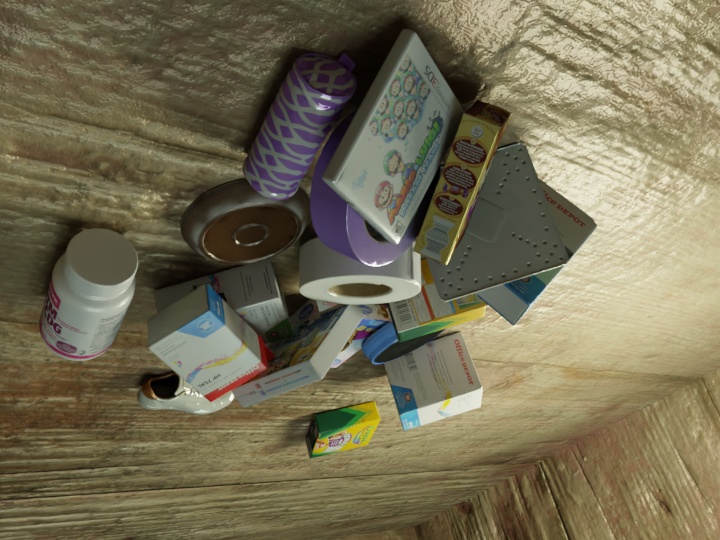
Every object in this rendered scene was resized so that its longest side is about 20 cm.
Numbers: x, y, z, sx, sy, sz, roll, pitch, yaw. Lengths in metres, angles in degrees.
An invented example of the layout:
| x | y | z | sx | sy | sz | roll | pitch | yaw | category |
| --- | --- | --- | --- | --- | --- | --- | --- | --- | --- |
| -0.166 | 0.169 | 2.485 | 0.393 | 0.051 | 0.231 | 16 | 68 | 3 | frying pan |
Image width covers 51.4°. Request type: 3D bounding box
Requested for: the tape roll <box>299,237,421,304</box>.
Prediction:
| x | y | z | sx | sy | sz | roll | pitch | yaw | category |
| --- | --- | --- | --- | --- | --- | --- | --- | --- | --- |
| 0.000 | 0.000 | 1.210 | 0.200 | 0.072 | 0.203 | 0 | 164 | 0 | tape roll |

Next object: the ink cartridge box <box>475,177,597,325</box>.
| x | y | z | sx | sy | sz | roll | pitch | yaw | category |
| --- | --- | --- | --- | --- | --- | --- | --- | --- | --- |
| 0.257 | -0.037 | 1.194 | 0.200 | 0.145 | 0.084 | -43 | 164 | -25 | ink cartridge box |

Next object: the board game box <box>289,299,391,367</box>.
| x | y | z | sx | sy | sz | roll | pitch | yaw | category |
| --- | --- | --- | --- | --- | --- | --- | --- | --- | --- |
| -0.069 | 0.127 | 1.490 | 0.199 | 0.041 | 0.199 | 10 | 141 | -41 | board game box |

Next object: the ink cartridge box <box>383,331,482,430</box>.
| x | y | z | sx | sy | sz | roll | pitch | yaw | category |
| --- | --- | --- | --- | --- | --- | --- | --- | --- | --- |
| 0.170 | 0.262 | 1.752 | 0.198 | 0.148 | 0.145 | -17 | 152 | -1 | ink cartridge box |

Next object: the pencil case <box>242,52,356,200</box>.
| x | y | z | sx | sy | sz | roll | pitch | yaw | category |
| --- | --- | --- | --- | --- | --- | --- | --- | --- | --- |
| -0.077 | -0.172 | 0.920 | 0.085 | 0.084 | 0.200 | -29 | 165 | -42 | pencil case |

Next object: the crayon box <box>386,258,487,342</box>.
| x | y | z | sx | sy | sz | roll | pitch | yaw | category |
| --- | --- | --- | --- | --- | --- | --- | --- | --- | --- |
| 0.145 | 0.040 | 1.371 | 0.198 | 0.127 | 0.052 | -16 | 152 | -2 | crayon box |

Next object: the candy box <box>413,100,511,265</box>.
| x | y | z | sx | sy | sz | roll | pitch | yaw | category |
| --- | --- | --- | --- | --- | --- | --- | --- | --- | --- |
| 0.139 | -0.121 | 1.017 | 0.117 | 0.056 | 0.201 | -49 | 158 | -63 | candy box |

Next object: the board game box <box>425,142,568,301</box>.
| x | y | z | sx | sy | sz | roll | pitch | yaw | category |
| --- | --- | --- | --- | --- | --- | --- | --- | --- | --- |
| 0.184 | -0.072 | 1.125 | 0.198 | 0.202 | 0.026 | -17 | 165 | -2 | board game box |

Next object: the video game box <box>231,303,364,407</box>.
| x | y | z | sx | sy | sz | roll | pitch | yaw | category |
| --- | --- | --- | --- | --- | --- | --- | --- | --- | --- |
| -0.105 | 0.139 | 1.288 | 0.181 | 0.047 | 0.200 | -27 | -165 | 32 | video game box |

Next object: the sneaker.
| x | y | z | sx | sy | sz | roll | pitch | yaw | category |
| --- | --- | --- | --- | --- | --- | --- | --- | --- | --- |
| -0.342 | 0.245 | 1.508 | 0.198 | 0.073 | 0.085 | 1 | 149 | -29 | sneaker |

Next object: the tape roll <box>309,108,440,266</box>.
| x | y | z | sx | sy | sz | roll | pitch | yaw | category |
| --- | --- | --- | --- | --- | --- | --- | --- | --- | --- |
| 0.024 | -0.110 | 0.983 | 0.200 | 0.065 | 0.202 | -32 | 133 | -42 | tape roll |

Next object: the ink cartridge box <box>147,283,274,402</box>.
| x | y | z | sx | sy | sz | roll | pitch | yaw | category |
| --- | --- | --- | --- | --- | --- | --- | --- | --- | --- |
| -0.227 | 0.128 | 1.178 | 0.116 | 0.067 | 0.200 | -31 | 129 | 8 | ink cartridge box |

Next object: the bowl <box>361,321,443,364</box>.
| x | y | z | sx | sy | sz | roll | pitch | yaw | category |
| --- | --- | --- | --- | --- | --- | --- | --- | --- | --- |
| 0.099 | 0.133 | 1.551 | 0.199 | 0.040 | 0.201 | -26 | 162 | -9 | bowl |

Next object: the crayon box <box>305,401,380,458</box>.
| x | y | z | sx | sy | sz | roll | pitch | yaw | category |
| --- | --- | --- | --- | --- | --- | --- | --- | --- | --- |
| -0.050 | 0.433 | 2.020 | 0.171 | 0.059 | 0.201 | -9 | 150 | -17 | crayon box |

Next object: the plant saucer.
| x | y | z | sx | sy | sz | roll | pitch | yaw | category |
| --- | --- | --- | --- | --- | --- | --- | --- | --- | --- |
| -0.166 | -0.063 | 1.115 | 0.198 | 0.032 | 0.201 | -13 | 152 | -7 | plant saucer |

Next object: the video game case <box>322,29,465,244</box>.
| x | y | z | sx | sy | sz | roll | pitch | yaw | category |
| --- | --- | --- | --- | --- | --- | --- | --- | --- | --- |
| 0.049 | -0.154 | 0.911 | 0.201 | 0.024 | 0.182 | -62 | 146 | -7 | video game case |

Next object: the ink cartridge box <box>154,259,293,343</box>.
| x | y | z | sx | sy | sz | roll | pitch | yaw | category |
| --- | --- | --- | --- | --- | --- | --- | --- | --- | --- |
| -0.227 | 0.073 | 1.259 | 0.198 | 0.085 | 0.145 | -16 | 149 | -3 | ink cartridge box |

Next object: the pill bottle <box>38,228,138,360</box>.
| x | y | z | sx | sy | sz | roll | pitch | yaw | category |
| --- | --- | --- | --- | --- | --- | --- | --- | --- | --- |
| -0.389 | 0.036 | 1.073 | 0.112 | 0.114 | 0.200 | 2 | 145 | -31 | pill bottle |
